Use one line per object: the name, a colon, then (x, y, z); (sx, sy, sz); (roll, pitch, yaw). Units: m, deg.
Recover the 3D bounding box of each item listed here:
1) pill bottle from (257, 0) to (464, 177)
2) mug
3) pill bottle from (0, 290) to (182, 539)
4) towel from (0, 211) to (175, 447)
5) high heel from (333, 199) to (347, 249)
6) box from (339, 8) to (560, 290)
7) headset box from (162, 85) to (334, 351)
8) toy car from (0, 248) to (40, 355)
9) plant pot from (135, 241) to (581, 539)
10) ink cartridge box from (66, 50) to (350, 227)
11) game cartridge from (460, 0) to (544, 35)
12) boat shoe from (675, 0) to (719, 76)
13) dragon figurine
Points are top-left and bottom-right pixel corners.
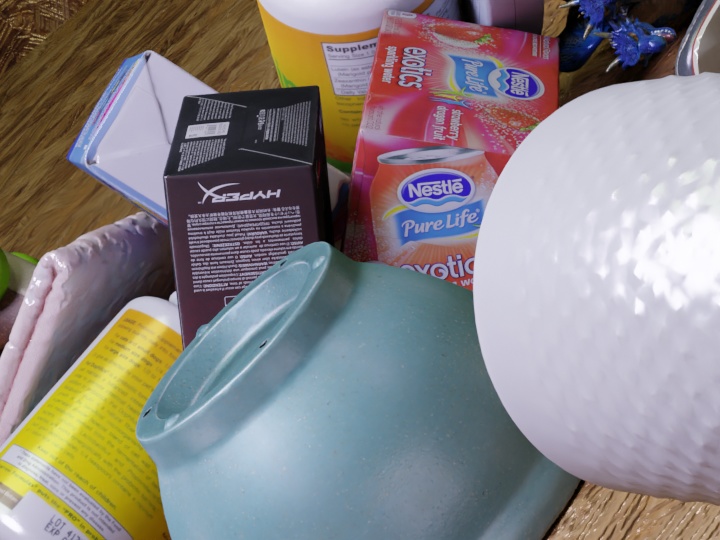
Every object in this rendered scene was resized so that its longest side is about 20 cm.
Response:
pill bottle: (-0.001, -0.151, 1.558); (0.111, 0.200, 0.111); (-6, 51, 8)
mug: (0.165, -0.001, 0.931); (0.200, 0.148, 0.175); (-18, 9, -28)
pill bottle: (-0.120, 0.092, 1.532); (0.200, 0.109, 0.109); (-50, 14, -17)
towel: (-0.166, 0.053, 1.673); (0.191, 0.032, 0.200); (-67, -13, 19)
high heel: (0.000, 0.000, 1.579); (0.200, 0.067, 0.096); (7, 76, 61)
box: (0.047, -0.055, 1.418); (0.200, 0.099, 0.096); (-78, -2, -67)
headset box: (-0.049, 0.023, 1.398); (0.075, 0.200, 0.149); (-4, 18, 2)
toy car: (-0.238, 0.091, 1.841); (0.164, 0.158, 0.200); (41, -106, -81)
plant pot: (-0.011, 0.073, 1.208); (0.200, 0.134, 0.200); (-41, 14, 13)
ink cartridge box: (-0.089, -0.057, 1.574); (0.076, 0.136, 0.200); (-57, 9, -1)
game cartridge: (0.064, -0.189, 1.531); (0.041, 0.133, 0.200); (-22, -13, -3)
boat shoe: (0.204, -0.138, 1.314); (0.063, 0.071, 0.200); (-1, 38, 50)
dragon figurine: (0.128, -0.147, 1.537); (0.099, 0.059, 0.200); (-24, 13, -22)
